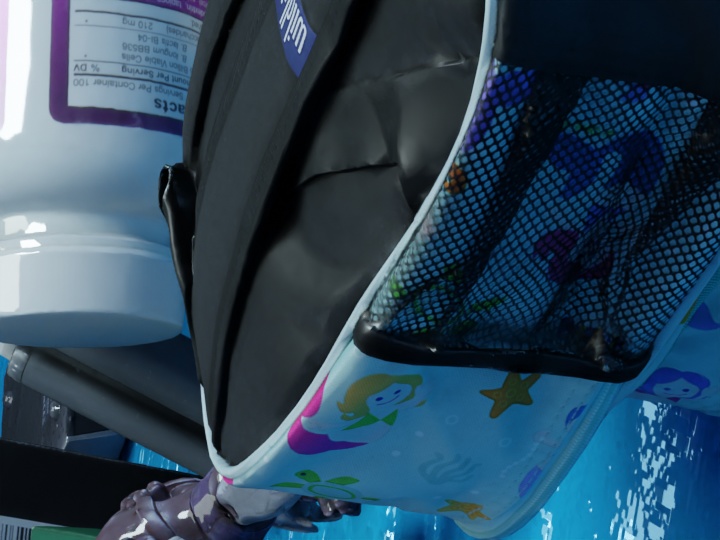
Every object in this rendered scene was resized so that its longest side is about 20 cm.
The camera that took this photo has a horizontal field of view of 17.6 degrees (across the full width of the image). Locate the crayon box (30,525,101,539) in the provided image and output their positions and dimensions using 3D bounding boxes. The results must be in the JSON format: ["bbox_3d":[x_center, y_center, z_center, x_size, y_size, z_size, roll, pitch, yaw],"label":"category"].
[{"bbox_3d":[-0.070,0.201,0.847,0.172,0.058,0.201,-2,81,56],"label":"crayon box"}]

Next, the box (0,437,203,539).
[{"bbox_3d":[-0.196,0.141,1.018,0.196,0.199,0.125,-14,67,49],"label":"box"}]

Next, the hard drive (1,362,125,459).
[{"bbox_3d":[-0.168,0.077,1.306,0.200,0.042,0.136,127,146,-58],"label":"hard drive"}]

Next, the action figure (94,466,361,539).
[{"bbox_3d":[-0.028,0.064,0.712,0.200,0.069,0.130,-48,4,24],"label":"action figure"}]

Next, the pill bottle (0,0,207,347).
[{"bbox_3d":[-0.109,-0.075,0.891,0.112,0.112,0.201,151,120,-69],"label":"pill bottle"}]

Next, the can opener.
[{"bbox_3d":[-0.118,0.020,0.956,0.067,0.199,0.053,-50,-14,-47],"label":"can opener"}]

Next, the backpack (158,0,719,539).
[{"bbox_3d":[0.033,-0.040,0.527,0.178,0.150,0.200,-96,29,-44],"label":"backpack"}]
